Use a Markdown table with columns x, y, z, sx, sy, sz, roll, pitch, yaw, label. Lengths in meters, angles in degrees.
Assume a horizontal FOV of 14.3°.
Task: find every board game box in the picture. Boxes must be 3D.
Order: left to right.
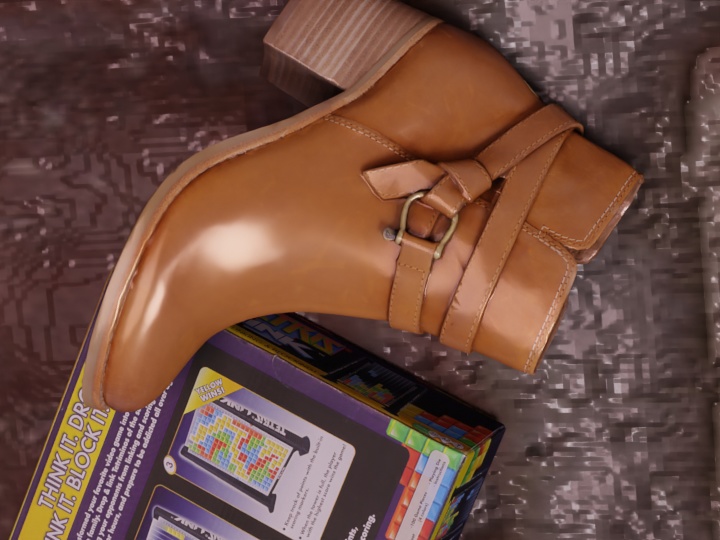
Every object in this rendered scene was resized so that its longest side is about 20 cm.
| x | y | z | sx | sy | sz | roll | pitch | yaw | label |
| --- | --- | --- | --- | --- | --- | --- | --- | --- | --- |
| -0.055 | 0.117 | 1.166 | 0.165 | 0.057 | 0.201 | 28 | 109 | 15 | board game box |

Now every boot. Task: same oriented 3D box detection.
| x | y | z | sx | sy | sz | roll | pitch | yaw | label |
| --- | --- | --- | --- | --- | --- | --- | --- | --- | --- |
| 0.000 | 0.000 | 1.090 | 0.155 | 0.077 | 0.201 | 33 | 77 | 6 | boot |
